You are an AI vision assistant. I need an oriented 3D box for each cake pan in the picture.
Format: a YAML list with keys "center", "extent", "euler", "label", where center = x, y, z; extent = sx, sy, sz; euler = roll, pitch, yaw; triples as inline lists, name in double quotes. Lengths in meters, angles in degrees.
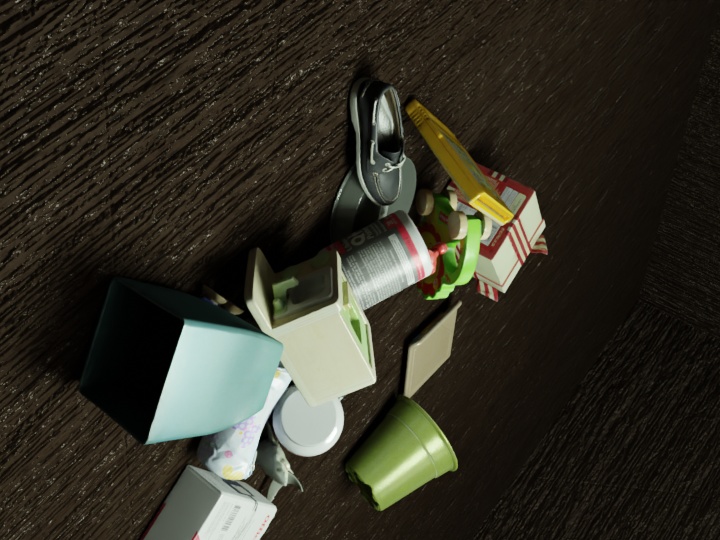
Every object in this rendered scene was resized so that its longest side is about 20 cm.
- center: [0.026, -0.108, 1.332]
  extent: [0.200, 0.036, 0.202]
  euler: [-41, 147, -34]
  label: "cake pan"

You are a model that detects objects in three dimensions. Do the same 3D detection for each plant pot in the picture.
- center: [0.074, 0.405, 1.763]
  extent: [0.189, 0.200, 0.201]
  euler: [-37, 146, -18]
  label: "plant pot"
- center: [-0.197, 0.106, 0.984]
  extent: [0.199, 0.140, 0.144]
  euler: [11, 101, -53]
  label: "plant pot"

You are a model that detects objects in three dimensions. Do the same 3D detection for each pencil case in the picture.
- center: [-0.170, 0.209, 1.228]
  extent: [0.083, 0.090, 0.203]
  euler: [8, 107, -60]
  label: "pencil case"

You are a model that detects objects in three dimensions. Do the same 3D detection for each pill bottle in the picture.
- center: [-0.083, 0.235, 1.307]
  extent: [0.114, 0.112, 0.200]
  euler: [-54, 176, -14]
  label: "pill bottle"
- center: [0.000, 0.000, 1.251]
  extent: [0.198, 0.111, 0.111]
  euler: [-27, 146, -6]
  label: "pill bottle"

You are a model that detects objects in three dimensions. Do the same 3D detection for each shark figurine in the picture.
- center: [-0.165, 0.324, 1.391]
  extent: [0.088, 0.129, 0.215]
  euler: [-25, 162, -11]
  label: "shark figurine"

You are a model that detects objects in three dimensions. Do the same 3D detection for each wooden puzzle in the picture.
- center: [0.149, 0.176, 1.823]
  extent: [0.185, 0.037, 0.202]
  euler: [-39, 150, -38]
  label: "wooden puzzle"

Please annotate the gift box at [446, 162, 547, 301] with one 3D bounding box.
- center: [0.250, -0.069, 1.593]
  extent: [0.185, 0.199, 0.187]
  euler: [-52, 153, -6]
  label: "gift box"

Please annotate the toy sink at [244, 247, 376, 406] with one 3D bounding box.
- center: [-0.062, 0.058, 1.128]
  extent: [0.111, 0.131, 0.202]
  euler: [-22, 121, 10]
  label: "toy sink"

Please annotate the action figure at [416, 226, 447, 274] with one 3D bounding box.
- center: [0.052, -0.008, 1.399]
  extent: [0.198, 0.099, 0.066]
  euler: [-27, 123, 4]
  label: "action figure"

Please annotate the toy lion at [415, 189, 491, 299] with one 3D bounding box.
- center: [0.144, -0.034, 1.454]
  extent: [0.068, 0.200, 0.195]
  euler: [-2, 111, -23]
  label: "toy lion"

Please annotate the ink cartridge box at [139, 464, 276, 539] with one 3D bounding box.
- center: [-0.236, 0.404, 1.303]
  extent: [0.146, 0.084, 0.200]
  euler: [-57, 152, -8]
  label: "ink cartridge box"

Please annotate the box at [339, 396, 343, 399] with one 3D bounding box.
- center: [-0.057, 0.152, 1.417]
  extent: [0.082, 0.049, 0.202]
  euler: [-42, 147, -33]
  label: "box"

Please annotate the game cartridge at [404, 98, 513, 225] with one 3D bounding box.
- center: [0.162, -0.174, 1.340]
  extent: [0.032, 0.202, 0.176]
  euler: [-37, 158, 16]
  label: "game cartridge"

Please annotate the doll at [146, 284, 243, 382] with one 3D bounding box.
- center: [-0.229, 0.124, 1.087]
  extent: [0.202, 0.048, 0.136]
  euler: [-57, 144, -7]
  label: "doll"

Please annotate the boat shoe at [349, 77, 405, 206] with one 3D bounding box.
- center: [0.035, -0.181, 1.204]
  extent: [0.073, 0.060, 0.203]
  euler: [-32, 127, -35]
  label: "boat shoe"
